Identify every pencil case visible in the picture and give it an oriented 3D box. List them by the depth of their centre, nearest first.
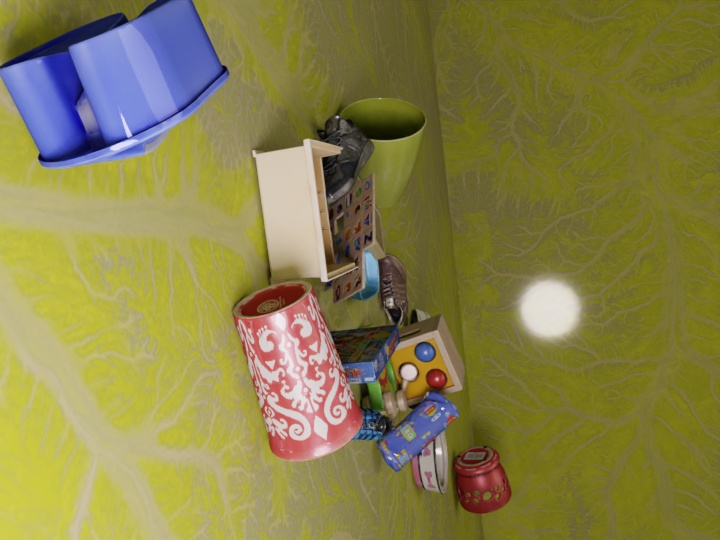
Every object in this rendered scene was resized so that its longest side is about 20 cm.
[{"bbox_3d":[0.124,0.349,1.450,0.087,0.200,0.078,46,-14,19],"label":"pencil case"}]

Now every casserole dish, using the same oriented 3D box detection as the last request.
[{"bbox_3d":[0.000,0.000,1.388,0.200,0.038,0.123,-21,105,-75],"label":"casserole dish"}]

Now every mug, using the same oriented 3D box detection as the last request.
[{"bbox_3d":[-0.100,0.124,0.878,0.133,0.177,0.202,-30,114,-33],"label":"mug"}]

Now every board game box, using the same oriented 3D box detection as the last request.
[{"bbox_3d":[-0.019,0.138,1.082,0.200,0.134,0.035,-39,120,-71],"label":"board game box"}]

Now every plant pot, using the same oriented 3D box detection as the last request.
[{"bbox_3d":[0.045,-0.245,1.444,0.188,0.185,0.201,-79,172,-48],"label":"plant pot"},{"bbox_3d":[0.446,0.772,2.448,0.201,0.199,0.184,-53,127,-68],"label":"plant pot"}]

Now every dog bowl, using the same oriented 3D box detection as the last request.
[{"bbox_3d":[0.193,0.518,1.832,0.200,0.073,0.202,-6,90,-74],"label":"dog bowl"}]

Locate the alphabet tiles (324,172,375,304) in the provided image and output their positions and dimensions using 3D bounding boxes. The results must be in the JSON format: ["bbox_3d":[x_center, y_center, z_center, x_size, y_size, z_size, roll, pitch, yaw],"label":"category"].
[{"bbox_3d":[-0.020,-0.049,1.160,0.007,0.167,0.202,13,65,-29],"label":"alphabet tiles"}]

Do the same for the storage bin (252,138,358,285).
[{"bbox_3d":[-0.078,-0.090,1.030,0.198,0.093,0.202,-24,107,-74],"label":"storage bin"}]

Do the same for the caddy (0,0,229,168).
[{"bbox_3d":[-0.192,-0.150,0.544,0.201,0.140,0.106,-73,147,-55],"label":"caddy"}]

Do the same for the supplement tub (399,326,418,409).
[{"bbox_3d":[0.143,0.251,1.687,0.107,0.106,0.202,-46,128,-71],"label":"supplement tub"}]

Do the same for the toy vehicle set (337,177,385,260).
[{"bbox_3d":[0.000,-0.130,1.374,0.200,0.026,0.125,56,21,-45],"label":"toy vehicle set"}]

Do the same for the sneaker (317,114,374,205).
[{"bbox_3d":[-0.050,-0.214,1.238,0.114,0.076,0.200,49,49,-27],"label":"sneaker"}]

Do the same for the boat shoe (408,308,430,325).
[{"bbox_3d":[0.154,0.205,1.852,0.067,0.073,0.202,28,52,-38],"label":"boat shoe"}]

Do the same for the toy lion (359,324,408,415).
[{"bbox_3d":[0.039,0.215,1.423,0.200,0.068,0.194,31,47,-72],"label":"toy lion"}]

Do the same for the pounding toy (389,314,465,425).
[{"bbox_3d":[0.129,0.240,1.551,0.185,0.198,0.142,65,19,-11],"label":"pounding toy"}]

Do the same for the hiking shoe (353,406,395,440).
[{"bbox_3d":[0.000,0.271,1.188,0.200,0.086,0.075,35,51,-70],"label":"hiking shoe"}]

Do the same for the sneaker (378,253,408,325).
[{"bbox_3d":[0.081,0.052,1.607,0.076,0.070,0.201,-76,154,-50],"label":"sneaker"}]
